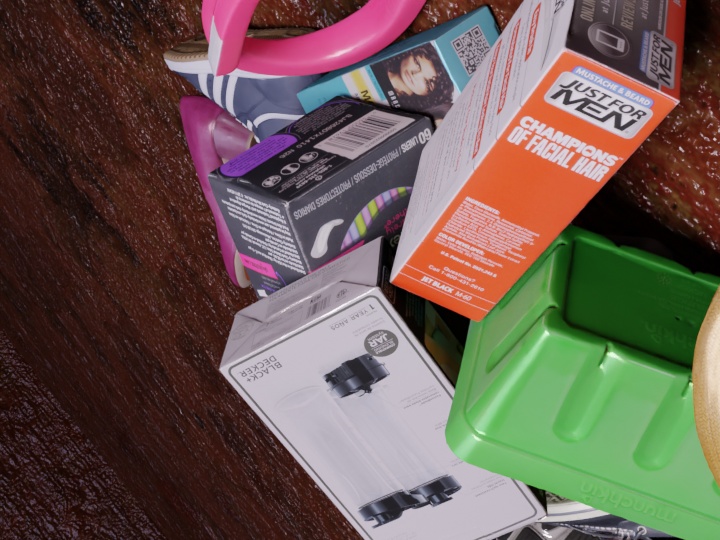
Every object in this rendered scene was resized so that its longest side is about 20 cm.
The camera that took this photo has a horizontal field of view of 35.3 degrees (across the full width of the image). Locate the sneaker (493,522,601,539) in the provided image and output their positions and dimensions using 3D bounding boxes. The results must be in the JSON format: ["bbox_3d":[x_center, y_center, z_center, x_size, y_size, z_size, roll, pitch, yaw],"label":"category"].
[{"bbox_3d":[0.112,0.192,0.867,0.200,0.081,0.083,36,171,38],"label":"sneaker"}]

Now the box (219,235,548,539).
[{"bbox_3d":[0.019,0.090,0.706,0.200,0.116,0.060,52,-158,-23],"label":"box"}]

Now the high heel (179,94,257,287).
[{"bbox_3d":[-0.132,-0.077,1.105,0.096,0.067,0.200,29,132,26],"label":"high heel"}]

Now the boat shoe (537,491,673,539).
[{"bbox_3d":[0.187,0.153,0.759,0.200,0.075,0.062,-14,114,35],"label":"boat shoe"}]

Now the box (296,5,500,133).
[{"bbox_3d":[0.034,-0.114,0.781,0.082,0.049,0.200,60,155,-13],"label":"box"}]

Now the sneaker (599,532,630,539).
[{"bbox_3d":[0.151,0.118,0.857,0.200,0.075,0.088,43,146,6],"label":"sneaker"}]

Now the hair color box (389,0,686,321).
[{"bbox_3d":[0.089,-0.074,0.598,0.064,0.111,0.200,22,142,-9],"label":"hair color box"}]

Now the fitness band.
[{"bbox_3d":[-0.024,-0.172,0.699,0.200,0.143,0.038,133,119,-68],"label":"fitness band"}]

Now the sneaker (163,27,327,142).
[{"bbox_3d":[-0.089,-0.142,0.943,0.200,0.070,0.109,15,133,50],"label":"sneaker"}]

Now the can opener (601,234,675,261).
[{"bbox_3d":[0.137,0.005,0.768,0.067,0.053,0.200,30,168,-30],"label":"can opener"}]

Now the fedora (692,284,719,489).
[{"bbox_3d":[0.242,0.039,0.504,0.201,0.200,0.082,56,-168,-2],"label":"fedora"}]

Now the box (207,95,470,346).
[{"bbox_3d":[0.000,0.000,0.777,0.106,0.122,0.200,24,142,51],"label":"box"}]

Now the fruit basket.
[{"bbox_3d":[0.150,0.088,0.658,0.215,0.156,0.216,9,131,10],"label":"fruit basket"}]
